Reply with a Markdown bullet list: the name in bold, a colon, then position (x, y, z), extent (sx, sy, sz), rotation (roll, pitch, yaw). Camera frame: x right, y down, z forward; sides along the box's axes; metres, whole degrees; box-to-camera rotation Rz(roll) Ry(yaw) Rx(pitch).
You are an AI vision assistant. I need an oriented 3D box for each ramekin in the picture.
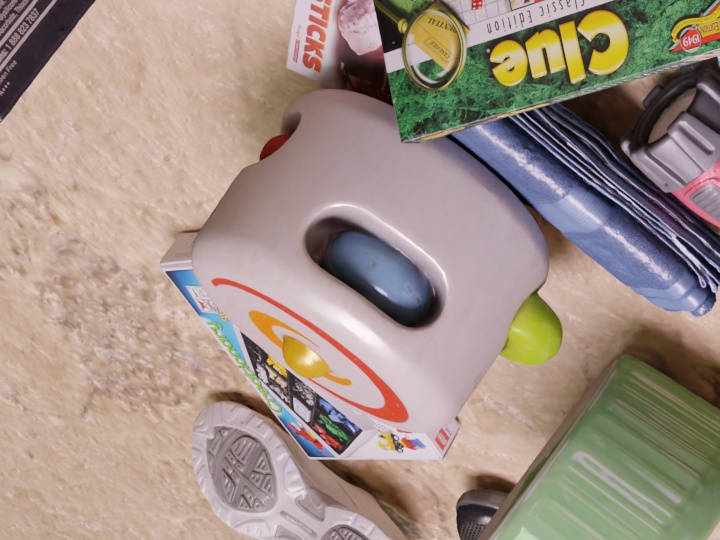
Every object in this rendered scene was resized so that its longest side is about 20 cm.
- **ramekin**: position (0.144, 0.148, 1.270), extent (0.097, 0.200, 0.200), rotation (37, 146, 4)

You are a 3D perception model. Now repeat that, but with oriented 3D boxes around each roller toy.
- **roller toy**: position (0.000, 0.000, 1.200), extent (0.199, 0.140, 0.183), rotation (23, 161, 41)

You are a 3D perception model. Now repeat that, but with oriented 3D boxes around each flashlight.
- **flashlight**: position (0.228, -0.025, 1.103), extent (0.200, 0.068, 0.068), rotation (37, -173, -17)

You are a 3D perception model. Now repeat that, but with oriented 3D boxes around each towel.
- **towel**: position (0.114, -0.052, 1.143), extent (0.200, 0.049, 0.112), rotation (38, 176, -7)

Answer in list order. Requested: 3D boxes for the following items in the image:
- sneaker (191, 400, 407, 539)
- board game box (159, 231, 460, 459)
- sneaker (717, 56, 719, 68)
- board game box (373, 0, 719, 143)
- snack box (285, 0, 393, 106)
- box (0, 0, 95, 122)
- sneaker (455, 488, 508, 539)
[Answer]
- **sneaker**: position (-0.041, 0.172, 1.547), extent (0.200, 0.078, 0.099), rotation (42, -170, 16)
- **board game box**: position (-0.033, 0.052, 1.422), extent (0.126, 0.035, 0.200), rotation (-4, 133, 41)
- **sneaker**: position (0.228, -0.132, 0.959), extent (0.199, 0.075, 0.087), rotation (-14, 120, 46)
- **board game box**: position (0.093, -0.135, 1.023), extent (0.199, 0.023, 0.106), rotation (-15, 87, 37)
- **snack box**: position (0.005, -0.166, 1.126), extent (0.072, 0.024, 0.201), rotation (24, 145, 9)
- **box**: position (-0.237, -0.194, 1.123), extent (0.198, 0.200, 0.123), rotation (44, 144, -17)
- **sneaker**: position (0.109, 0.248, 1.495), extent (0.076, 0.115, 0.200), rotation (4, 136, 31)
